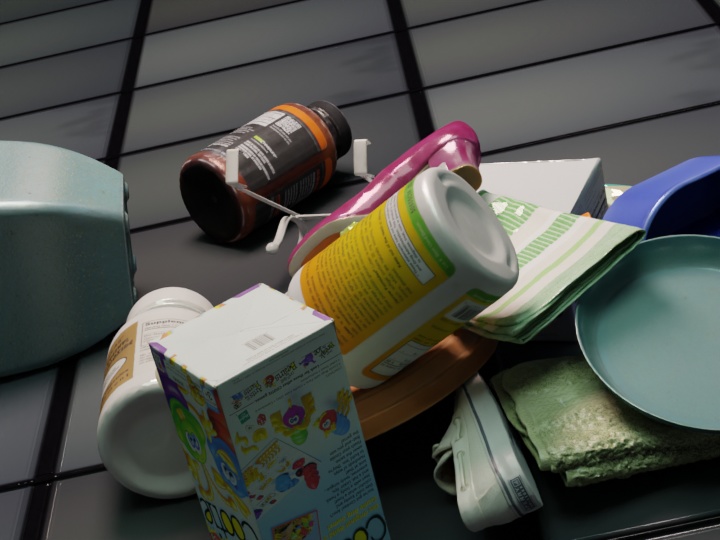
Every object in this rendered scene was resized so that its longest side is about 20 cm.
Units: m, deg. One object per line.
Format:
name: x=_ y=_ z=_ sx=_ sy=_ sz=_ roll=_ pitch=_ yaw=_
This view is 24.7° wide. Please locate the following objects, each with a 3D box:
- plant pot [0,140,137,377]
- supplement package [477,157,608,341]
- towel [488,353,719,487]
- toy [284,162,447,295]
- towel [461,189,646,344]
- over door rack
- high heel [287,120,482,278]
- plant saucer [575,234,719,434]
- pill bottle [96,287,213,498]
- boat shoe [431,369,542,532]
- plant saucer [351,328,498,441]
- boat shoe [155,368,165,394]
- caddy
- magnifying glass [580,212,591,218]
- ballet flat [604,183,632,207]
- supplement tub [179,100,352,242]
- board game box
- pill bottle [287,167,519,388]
plant pot: x=-0.328 y=-0.017 z=1.655 sx=0.199 sy=0.197 sz=0.197 roll=-5 pitch=25 yaw=-6
supplement package: x=0.117 y=-0.020 z=1.524 sx=0.199 sy=0.111 sz=0.156 roll=-1 pitch=28 yaw=24
towel: x=0.211 y=0.104 z=1.276 sx=0.199 sy=0.037 sz=0.149 roll=-7 pitch=29 yaw=-14
toy: x=0.000 y=0.000 z=1.367 sx=0.200 sy=0.047 sz=0.116 roll=-42 pitch=41 yaw=22
towel: x=0.114 y=-0.007 z=1.349 sx=0.152 sy=0.023 sz=0.200 roll=-39 pitch=29 yaw=-22
over door rack: x=-0.033 y=-0.058 z=1.621 sx=0.147 sy=0.200 sz=0.067 roll=-3 pitch=69 yaw=19
high heel: x=0.019 y=-0.062 z=1.459 sx=0.200 sy=0.067 sz=0.096 roll=-36 pitch=27 yaw=17
plant saucer: x=0.264 y=0.052 z=1.265 sx=0.199 sy=0.028 sz=0.201 roll=0 pitch=45 yaw=0
pill bottle: x=-0.164 y=0.097 z=1.419 sx=0.114 sy=0.115 sz=0.200 roll=-12 pitch=26 yaw=1
boat shoe: x=0.086 y=0.141 z=1.269 sx=0.070 sy=0.071 sz=0.200 roll=-28 pitch=22 yaw=5
plant saucer: x=0.020 y=0.088 z=1.365 sx=0.199 sy=0.032 sz=0.200 roll=-28 pitch=11 yaw=6
boat shoe: x=-0.099 y=0.070 z=1.330 sx=0.063 sy=0.074 sz=0.201 roll=-44 pitch=-7 yaw=12
caddy: x=0.301 y=-0.020 z=1.392 sx=0.199 sy=0.142 sz=0.105 roll=-25 pitch=14 yaw=-23
magnifying glass: x=0.108 y=0.006 z=1.393 sx=0.199 sy=0.022 sz=0.080 roll=-29 pitch=11 yaw=8
ballet flat: x=0.300 y=-0.047 z=1.560 sx=0.199 sy=0.070 sz=0.070 roll=-3 pitch=28 yaw=25
supplement tub: x=-0.099 y=-0.118 z=1.829 sx=0.107 sy=0.108 sz=0.200 roll=13 pitch=35 yaw=42
board game box: x=-0.064 y=0.130 z=1.205 sx=0.105 sy=0.201 sz=0.103 roll=-27 pitch=29 yaw=-26
pill bottle: x=0.014 y=0.021 z=1.269 sx=0.200 sy=0.111 sz=0.111 roll=-37 pitch=17 yaw=24
